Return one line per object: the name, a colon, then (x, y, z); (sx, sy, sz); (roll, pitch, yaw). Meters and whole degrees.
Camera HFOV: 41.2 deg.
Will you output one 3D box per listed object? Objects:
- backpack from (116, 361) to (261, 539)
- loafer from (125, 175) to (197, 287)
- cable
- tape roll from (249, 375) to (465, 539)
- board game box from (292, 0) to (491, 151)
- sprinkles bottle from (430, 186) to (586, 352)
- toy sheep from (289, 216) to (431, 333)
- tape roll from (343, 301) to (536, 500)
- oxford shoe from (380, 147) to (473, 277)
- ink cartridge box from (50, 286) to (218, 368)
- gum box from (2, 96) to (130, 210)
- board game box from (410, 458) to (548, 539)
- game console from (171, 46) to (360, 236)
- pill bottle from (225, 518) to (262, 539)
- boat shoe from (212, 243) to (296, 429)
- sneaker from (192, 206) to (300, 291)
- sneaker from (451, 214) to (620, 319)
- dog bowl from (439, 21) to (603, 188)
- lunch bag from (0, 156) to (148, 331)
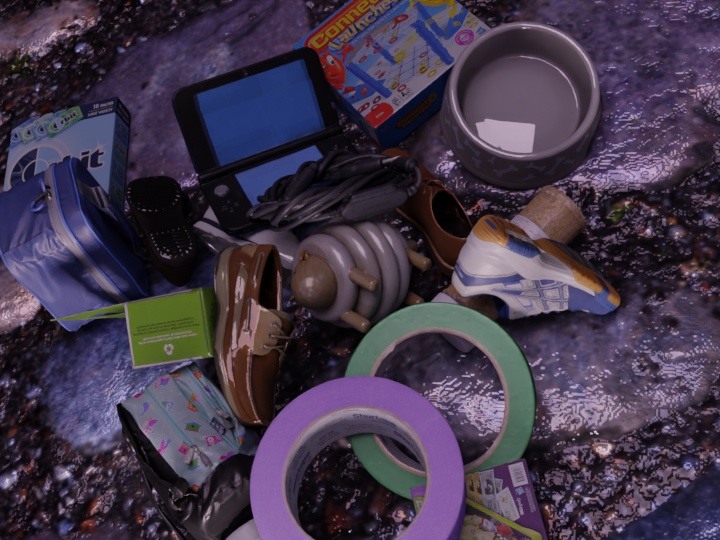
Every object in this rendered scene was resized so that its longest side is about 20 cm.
backpack: (-0.172, 0.199, 1.025); (0.126, 0.168, 0.200); (-30, 52, -22)
loafer: (-0.256, -0.050, 1.220); (0.072, 0.072, 0.201); (-7, 39, -17)
cable: (-0.037, -0.097, 1.073); (0.198, 0.051, 0.163); (-18, 27, -10)
tape roll: (-0.001, 0.204, 0.897); (0.197, 0.066, 0.202); (-3, 60, 5)
board game box: (0.045, -0.285, 1.253); (0.199, 0.056, 0.196); (-40, 59, -5)
sprinkles bottle: (0.161, -0.002, 1.058); (0.200, 0.068, 0.068); (-45, 59, -8)
toy sheep: (0.000, 0.000, 1.068); (0.137, 0.199, 0.140); (12, 108, 40)
tape roll: (0.080, 0.134, 0.983); (0.198, 0.048, 0.203); (-1, 85, 12)
oxford shoe: (0.081, -0.086, 1.119); (0.071, 0.072, 0.201); (-25, 56, -19)
ink cartridge box: (-0.224, 0.071, 1.094); (0.198, 0.148, 0.077); (-12, 85, 21)
gum box: (-0.410, -0.133, 1.330); (0.168, 0.045, 0.202); (-11, 61, 13)
board game box: (0.128, 0.292, 0.908); (0.119, 0.032, 0.202); (-15, 74, 7)
game console: (-0.107, -0.160, 1.168); (0.198, 0.119, 0.171); (-22, 44, -13)
pill bottle: (-0.060, 0.340, 0.924); (0.112, 0.112, 0.201); (-35, 58, -3)
boat shoe: (-0.108, 0.062, 1.005); (0.073, 0.076, 0.202); (-16, 69, 20)
sneaker: (-0.113, -0.039, 1.170); (0.199, 0.077, 0.081); (28, 64, 26)
sneaker: (0.181, 0.013, 1.004); (0.089, 0.198, 0.076); (-58, 26, 20)
dog bowl: (0.191, -0.201, 1.130); (0.197, 0.059, 0.203); (-2, 73, 6)
lunch bag: (-0.345, -0.040, 1.169); (0.131, 0.201, 0.137); (-25, 53, 1)
